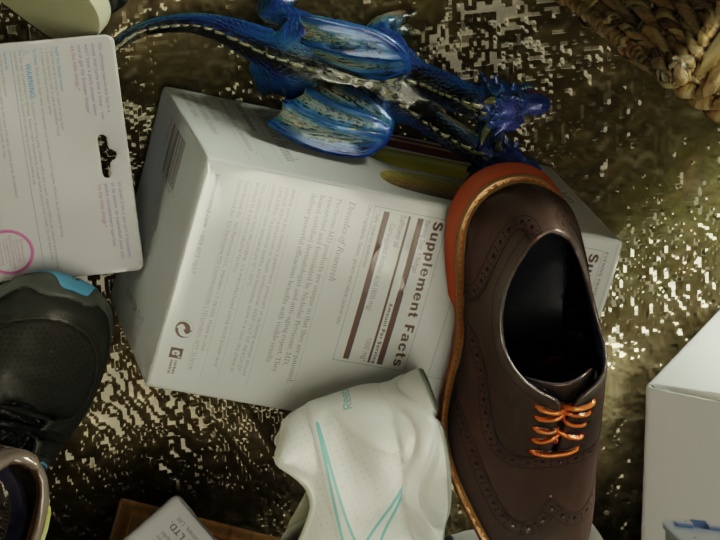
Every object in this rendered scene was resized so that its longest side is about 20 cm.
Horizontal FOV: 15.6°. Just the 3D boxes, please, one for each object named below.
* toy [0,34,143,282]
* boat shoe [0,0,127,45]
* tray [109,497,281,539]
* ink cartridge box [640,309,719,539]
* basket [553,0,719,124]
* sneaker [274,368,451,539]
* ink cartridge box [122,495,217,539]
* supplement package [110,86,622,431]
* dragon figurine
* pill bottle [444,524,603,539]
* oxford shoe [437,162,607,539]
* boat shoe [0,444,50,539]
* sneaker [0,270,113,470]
[{"bbox_3d":[-0.202,-0.051,1.168,0.199,0.047,0.116,-6,120,-1],"label":"toy"},{"bbox_3d":[-0.176,-0.183,1.127,0.201,0.074,0.063,39,62,-13],"label":"boat shoe"},{"bbox_3d":[-0.087,0.213,1.193,0.098,0.037,0.201,14,69,-3],"label":"tray"},{"bbox_3d":[0.197,0.127,1.275,0.085,0.146,0.201,8,112,25],"label":"ink cartridge box"},{"bbox_3d":[0.197,-0.124,1.160,0.149,0.200,0.143,32,99,-19],"label":"basket"},{"bbox_3d":[0.004,0.140,1.175,0.080,0.070,0.201,-9,112,-5],"label":"sneaker"},{"bbox_3d":[-0.117,0.207,1.150,0.200,0.042,0.119,-39,82,-21],"label":"ink cartridge box"},{"bbox_3d":[0.000,0.000,1.206,0.199,0.114,0.110,10,108,-19],"label":"supplement package"},{"bbox_3d":[-0.011,-0.088,1.178,0.199,0.099,0.059,13,106,-17],"label":"dragon figurine"},{"bbox_3d":[0.032,0.193,1.285,0.199,0.111,0.112,-18,113,-6],"label":"pill bottle"},{"bbox_3d":[0.074,0.058,1.145,0.071,0.073,0.201,-14,115,-11],"label":"oxford shoe"},{"bbox_3d":[-0.192,0.161,1.095,0.072,0.059,0.201,37,65,-20],"label":"boat shoe"},{"bbox_3d":[-0.169,0.090,1.195,0.073,0.082,0.200,21,118,-22],"label":"sneaker"}]
